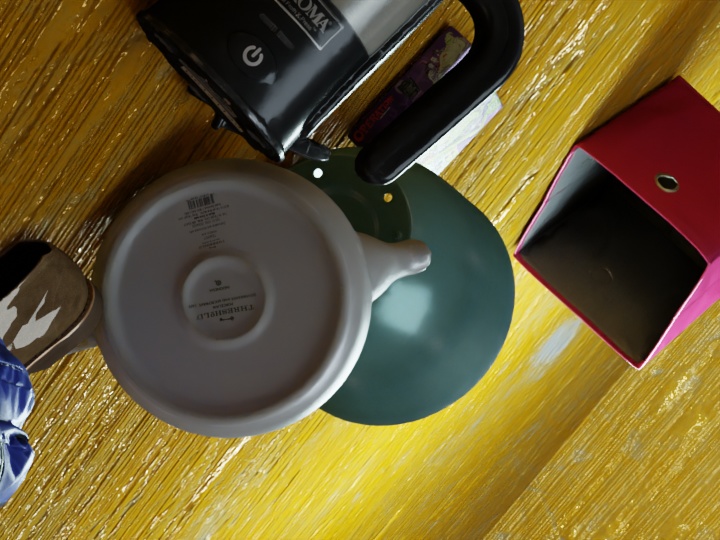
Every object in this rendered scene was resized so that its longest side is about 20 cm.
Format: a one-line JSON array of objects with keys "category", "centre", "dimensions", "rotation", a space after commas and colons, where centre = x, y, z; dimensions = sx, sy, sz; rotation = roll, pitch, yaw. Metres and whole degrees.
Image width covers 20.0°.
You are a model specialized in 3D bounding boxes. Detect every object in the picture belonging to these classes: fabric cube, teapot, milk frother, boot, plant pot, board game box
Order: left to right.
[{"category": "boot", "centre": [-0.251, 0.060, 1.255], "dimensions": [0.200, 0.074, 0.075], "rotation": [-47, 147, -13]}, {"category": "teapot", "centre": [-0.086, 0.020, 1.370], "dimensions": [0.198, 0.200, 0.146], "rotation": [-59, 177, 2]}, {"category": "milk frother", "centre": [-0.021, -0.158, 1.211], "dimensions": [0.188, 0.181, 0.200], "rotation": [-44, -152, -5]}, {"category": "plant pot", "centre": [0.000, 0.000, 1.519], "dimensions": [0.201, 0.201, 0.161], "rotation": [-46, 155, -1]}, {"category": "board game box", "centre": [0.056, -0.122, 1.655], "dimensions": [0.120, 0.032, 0.200], "rotation": [-42, 166, 1]}, {"category": "fabric cube", "centre": [0.326, -0.054, 2.232], "dimensions": [0.199, 0.196, 0.200], "rotation": [-33, 160, -39]}]

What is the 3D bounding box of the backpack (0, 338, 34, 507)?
[{"category": "backpack", "centre": [-0.262, 0.082, 1.068], "dimensions": [0.162, 0.168, 0.200], "rotation": [-40, 169, 1]}]
